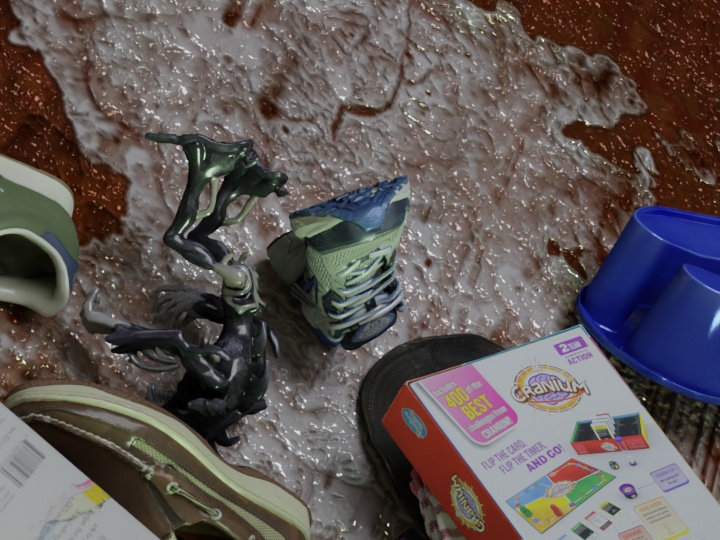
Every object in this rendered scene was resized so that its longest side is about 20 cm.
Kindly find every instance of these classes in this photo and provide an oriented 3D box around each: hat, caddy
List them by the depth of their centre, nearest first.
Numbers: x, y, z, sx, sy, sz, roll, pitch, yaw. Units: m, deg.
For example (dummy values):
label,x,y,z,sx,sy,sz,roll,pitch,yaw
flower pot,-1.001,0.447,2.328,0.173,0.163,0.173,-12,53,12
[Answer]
label,x,y,z,sx,sy,sz,roll,pitch,yaw
hat,0.103,0.101,1.878,0.200,0.081,0.201,24,44,-26
caddy,0.243,0.037,2.048,0.200,0.105,0.141,9,29,-37

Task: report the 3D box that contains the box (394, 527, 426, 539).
label,x,y,z,sx,sy,sz,roll,pitch,yaw
box,0.039,0.258,1.719,0.143,0.036,0.200,41,40,-6

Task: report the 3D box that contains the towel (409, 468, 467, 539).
label,x,y,z,sx,sy,sz,roll,pitch,yaw
towel,0.115,0.202,1.772,0.146,0.030,0.200,0,61,-31

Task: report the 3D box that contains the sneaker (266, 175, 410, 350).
label,x,y,z,sx,sy,sz,roll,pitch,yaw
sneaker,0.000,0.000,1.805,0.077,0.200,0.085,-20,83,-11

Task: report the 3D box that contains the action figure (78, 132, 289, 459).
label,x,y,z,sx,sy,sz,roll,pitch,yaw
action figure,-0.098,0.022,1.751,0.119,0.102,0.201,8,87,-68

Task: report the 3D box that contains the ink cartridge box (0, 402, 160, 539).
label,x,y,z,sx,sy,sz,roll,pitch,yaw
ink cartridge box,-0.171,0.169,1.581,0.200,0.068,0.117,41,39,-4

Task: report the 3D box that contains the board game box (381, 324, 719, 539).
label,x,y,z,sx,sy,sz,roll,pitch,yaw
board game box,0.128,0.134,1.764,0.153,0.040,0.200,-16,59,-39

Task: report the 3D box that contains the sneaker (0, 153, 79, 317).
label,x,y,z,sx,sy,sz,roll,pitch,yaw
sneaker,-0.242,-0.030,1.688,0.200,0.067,0.090,19,40,-34

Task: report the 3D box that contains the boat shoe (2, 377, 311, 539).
label,x,y,z,sx,sy,sz,roll,pitch,yaw
boat shoe,-0.113,0.130,1.665,0.202,0.075,0.075,27,48,-23
